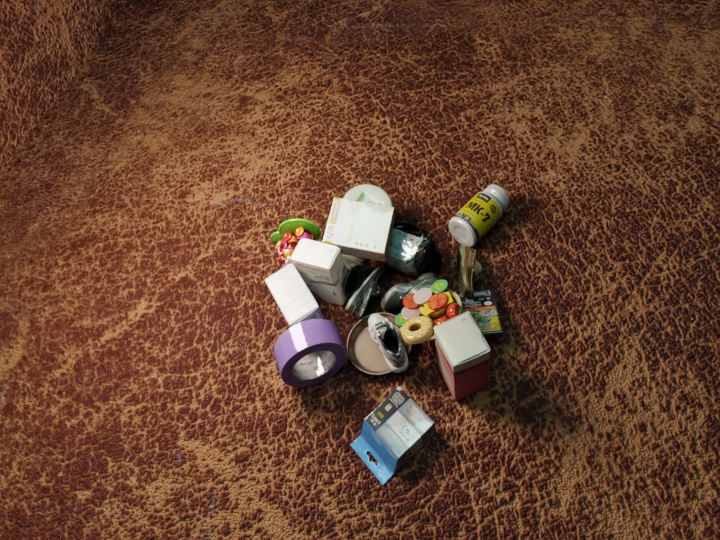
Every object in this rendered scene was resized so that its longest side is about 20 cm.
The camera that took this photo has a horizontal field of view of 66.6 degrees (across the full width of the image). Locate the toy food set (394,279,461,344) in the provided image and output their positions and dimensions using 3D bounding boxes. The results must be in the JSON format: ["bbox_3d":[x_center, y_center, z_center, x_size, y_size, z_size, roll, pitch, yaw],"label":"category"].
[{"bbox_3d":[0.190,0.118,1.547,0.196,0.049,0.200,-29,34,8],"label":"toy food set"}]

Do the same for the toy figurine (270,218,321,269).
[{"bbox_3d":[-0.229,-0.047,1.841,0.196,0.149,0.189,-15,58,30],"label":"toy figurine"}]

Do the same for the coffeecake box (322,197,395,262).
[{"bbox_3d":[-0.003,-0.127,1.691,0.194,0.073,0.158,11,71,10],"label":"coffeecake box"}]

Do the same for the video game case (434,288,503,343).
[{"bbox_3d":[0.306,0.133,1.609,0.194,0.026,0.183,-8,39,8],"label":"video game case"}]

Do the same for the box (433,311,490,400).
[{"bbox_3d":[0.270,0.231,1.460,0.106,0.202,0.130,-21,51,-5],"label":"box"}]

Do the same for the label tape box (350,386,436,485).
[{"bbox_3d":[0.082,0.432,1.445,0.199,0.064,0.144,-39,55,-16],"label":"label tape box"}]

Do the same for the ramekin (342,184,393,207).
[{"bbox_3d":[0.020,-0.185,1.812,0.193,0.098,0.206,0,65,-1],"label":"ramekin"}]

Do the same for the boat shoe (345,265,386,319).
[{"bbox_3d":[0.030,0.068,1.723,0.067,0.073,0.201,31,57,11],"label":"boat shoe"}]

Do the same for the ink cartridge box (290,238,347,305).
[{"bbox_3d":[-0.121,0.007,1.715,0.143,0.202,0.084,14,58,22],"label":"ink cartridge box"}]

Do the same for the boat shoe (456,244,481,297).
[{"bbox_3d":[0.339,-0.004,1.686,0.071,0.077,0.203,3,46,3],"label":"boat shoe"}]

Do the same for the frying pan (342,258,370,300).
[{"bbox_3d":[-0.010,-0.001,1.723,0.030,0.114,0.196,17,93,33],"label":"frying pan"}]

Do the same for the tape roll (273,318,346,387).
[{"bbox_3d":[-0.143,0.236,1.555,0.195,0.202,0.086,-23,52,-5],"label":"tape roll"}]

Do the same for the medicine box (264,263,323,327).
[{"bbox_3d":[-0.186,0.119,1.660,0.101,0.184,0.201,-29,52,-9],"label":"medicine box"}]

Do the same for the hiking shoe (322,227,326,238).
[{"bbox_3d":[-0.036,-0.129,1.873,0.194,0.075,0.088,-15,51,2],"label":"hiking shoe"}]

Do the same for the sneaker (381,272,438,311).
[{"bbox_3d":[0.156,0.075,1.664,0.196,0.076,0.080,-28,40,3],"label":"sneaker"}]

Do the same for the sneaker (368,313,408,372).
[{"bbox_3d":[0.073,0.174,1.543,0.076,0.141,0.202,-28,53,-9],"label":"sneaker"}]

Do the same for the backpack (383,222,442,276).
[{"bbox_3d":[0.147,-0.062,1.736,0.197,0.168,0.128,24,67,34],"label":"backpack"}]

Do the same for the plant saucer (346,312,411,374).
[{"bbox_3d":[0.057,0.221,1.624,0.194,0.035,0.205,-6,54,8],"label":"plant saucer"}]

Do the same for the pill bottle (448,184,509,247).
[{"bbox_3d":[0.389,-0.181,1.786,0.113,0.116,0.200,35,68,32],"label":"pill bottle"}]

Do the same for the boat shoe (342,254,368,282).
[{"bbox_3d":[-0.073,-0.028,1.787,0.197,0.075,0.066,24,67,-4],"label":"boat shoe"}]
